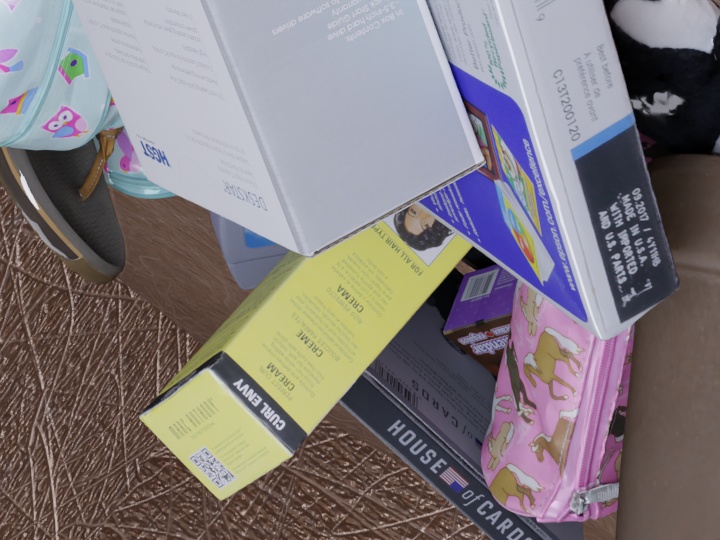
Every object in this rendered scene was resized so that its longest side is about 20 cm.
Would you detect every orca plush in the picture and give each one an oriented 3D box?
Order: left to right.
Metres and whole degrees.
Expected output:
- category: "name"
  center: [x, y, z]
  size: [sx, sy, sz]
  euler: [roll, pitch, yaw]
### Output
- category: "orca plush"
  center: [0.088, -0.084, 1.094]
  size: [0.105, 0.071, 0.200]
  euler: [29, 172, 30]

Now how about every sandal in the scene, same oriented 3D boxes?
- category: "sandal"
  center: [-0.130, -0.095, 1.317]
  size: [0.054, 0.201, 0.082]
  euler: [-16, 163, 23]

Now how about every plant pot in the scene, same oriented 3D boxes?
- category: "plant pot"
  center: [0.177, 0.069, 1.146]
  size: [0.199, 0.176, 0.200]
  euler: [18, 173, 2]

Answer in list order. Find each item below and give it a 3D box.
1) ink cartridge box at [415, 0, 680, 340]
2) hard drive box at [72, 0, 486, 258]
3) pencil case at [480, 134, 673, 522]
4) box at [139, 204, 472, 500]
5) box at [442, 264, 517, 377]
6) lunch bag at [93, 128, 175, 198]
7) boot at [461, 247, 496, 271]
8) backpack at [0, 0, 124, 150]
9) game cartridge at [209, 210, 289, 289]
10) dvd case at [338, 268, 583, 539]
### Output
- category: "ink cartridge box"
  center: [0.025, -0.097, 1.062]
  size: [0.200, 0.043, 0.199]
  euler: [35, 150, 54]
- category: "hard drive box"
  center: [-0.053, -0.121, 1.046]
  size: [0.156, 0.077, 0.201]
  euler: [26, 140, 62]
- category: "pencil case"
  center: [0.102, 0.018, 1.306]
  size: [0.086, 0.083, 0.201]
  euler: [35, 136, 30]
- category: "box"
  center: [0.000, 0.000, 1.193]
  size: [0.050, 0.200, 0.075]
  euler: [44, 148, -6]
- category: "box"
  center: [0.153, 0.034, 1.407]
  size: [0.137, 0.039, 0.199]
  euler: [38, 147, -26]
- category: "lunch bag"
  center: [-0.082, -0.104, 1.434]
  size: [0.200, 0.160, 0.078]
  euler: [28, 130, 49]
- category: "boot"
  center: [0.096, -0.022, 1.477]
  size: [0.153, 0.074, 0.203]
  euler: [27, 179, 33]
- category: "backpack"
  center: [-0.139, -0.146, 1.197]
  size: [0.126, 0.201, 0.167]
  euler: [-4, -165, -26]
- category: "game cartridge"
  center: [-0.002, -0.054, 1.324]
  size: [0.132, 0.041, 0.200]
  euler: [-8, 153, -10]
- category: "dvd case"
  center: [0.049, 0.056, 1.452]
  size: [0.150, 0.025, 0.200]
  euler: [42, -160, -16]
